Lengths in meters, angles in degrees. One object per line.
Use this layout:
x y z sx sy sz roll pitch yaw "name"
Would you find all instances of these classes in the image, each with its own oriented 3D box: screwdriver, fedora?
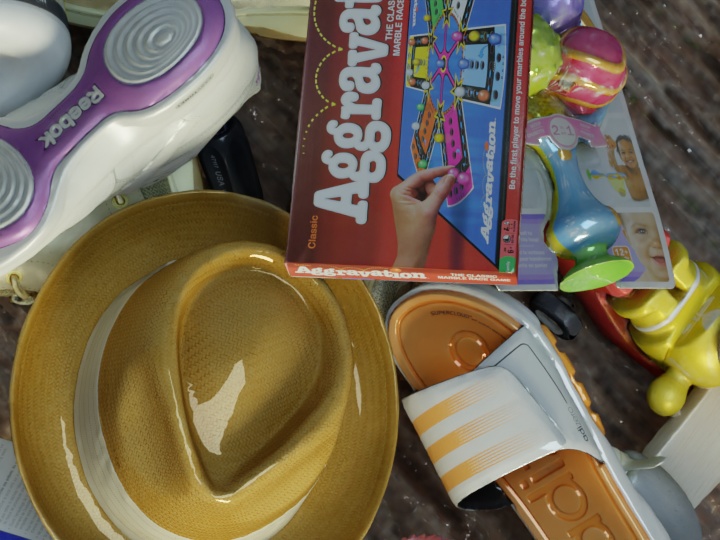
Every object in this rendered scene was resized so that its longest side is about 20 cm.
-0.081 -0.100 1.148 0.028 0.029 0.201 -40 133 -24 "screwdriver"
-0.060 0.052 1.084 0.199 0.082 0.202 5 73 -18 "fedora"

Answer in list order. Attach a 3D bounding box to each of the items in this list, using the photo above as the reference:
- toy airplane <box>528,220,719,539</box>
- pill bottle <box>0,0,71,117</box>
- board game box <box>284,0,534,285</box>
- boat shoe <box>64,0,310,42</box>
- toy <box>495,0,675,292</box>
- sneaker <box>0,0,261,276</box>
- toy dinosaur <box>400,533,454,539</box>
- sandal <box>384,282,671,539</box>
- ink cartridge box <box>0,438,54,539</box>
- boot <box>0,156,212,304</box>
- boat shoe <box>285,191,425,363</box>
0.189 0.050 1.200 0.198 0.141 0.202 -3 88 -13 "toy airplane"
-0.203 -0.174 1.122 0.111 0.112 0.201 -8 69 -14 "pill bottle"
0.025 -0.092 1.091 0.102 0.019 0.201 2 70 8 "board game box"
-0.071 -0.151 1.168 0.198 0.074 0.067 2 112 1 "boat shoe"
0.091 -0.090 1.132 0.115 0.047 0.201 -1 71 -38 "toy"
-0.126 -0.047 1.099 0.199 0.100 0.075 -35 68 5 "sneaker"
-0.065 0.195 1.118 0.105 0.199 0.182 50 32 -19 "toy dinosaur"
0.080 0.095 1.134 0.207 0.079 0.059 53 36 4 "sandal"
-0.157 0.129 1.125 0.199 0.037 0.095 18 47 7 "ink cartridge box"
-0.143 0.011 1.157 0.154 0.073 0.201 -13 87 -15 "boot"
0.000 0.000 1.204 0.064 0.071 0.201 32 76 -45 "boat shoe"
